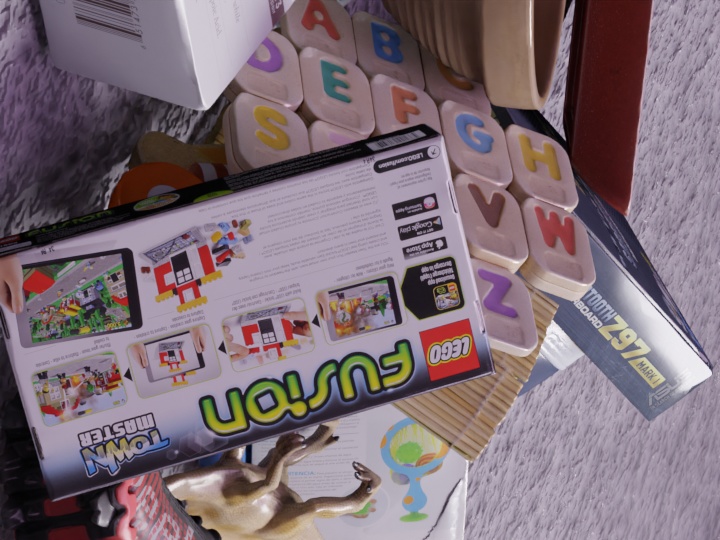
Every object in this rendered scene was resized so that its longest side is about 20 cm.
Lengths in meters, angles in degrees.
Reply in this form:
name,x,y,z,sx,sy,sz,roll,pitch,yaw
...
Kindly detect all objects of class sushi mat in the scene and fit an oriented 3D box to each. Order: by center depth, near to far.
name,x,y,z,sx,sy,sz,roll,pitch,yaw
sushi mat,0.000,0.000,1.201,0.096,0.200,0.012,-58,-170,-25

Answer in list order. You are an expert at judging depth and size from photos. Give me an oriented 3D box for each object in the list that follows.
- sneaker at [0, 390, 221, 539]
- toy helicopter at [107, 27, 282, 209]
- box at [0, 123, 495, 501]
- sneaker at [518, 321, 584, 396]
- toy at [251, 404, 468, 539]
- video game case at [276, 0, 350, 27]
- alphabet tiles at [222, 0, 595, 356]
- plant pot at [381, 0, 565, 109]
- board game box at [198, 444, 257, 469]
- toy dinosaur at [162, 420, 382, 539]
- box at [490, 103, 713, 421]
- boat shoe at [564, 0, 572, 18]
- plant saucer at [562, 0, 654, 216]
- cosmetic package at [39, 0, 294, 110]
name,x,y,z,sx,sy,sz,roll,pitch,yaw
sneaker,-0.104,0.130,1.126,0.098,0.071,0.201,-29,107,-53
toy helicopter,-0.041,-0.037,1.141,0.079,0.132,0.200,120,-8,-48
box,-0.051,0.017,1.045,0.035,0.199,0.110,-131,-153,-74
sneaker,0.029,0.016,1.307,0.108,0.070,0.200,-39,128,10
toy,-0.003,0.090,1.286,0.047,0.115,0.201,-113,-159,-61
video game case,0.018,-0.237,1.248,0.200,0.023,0.183,-43,145,-51
alphabet tiles,0.023,-0.052,1.156,0.015,0.199,0.196,-49,-145,37
plant pot,0.052,-0.181,1.190,0.201,0.092,0.202,6,90,-81
board game box,-0.050,0.025,1.281,0.158,0.039,0.201,-8,112,-64
toy dinosaur,-0.043,0.116,1.240,0.101,0.058,0.200,-40,138,17
box,0.105,-0.030,1.344,0.051,0.200,0.158,-39,123,11
boat shoe,0.103,-0.207,1.416,0.062,0.072,0.201,-20,125,-70
plant saucer,0.140,-0.146,1.379,0.200,0.037,0.200,-78,173,-78
cosmetic package,-0.056,-0.176,1.041,0.200,0.081,0.113,-55,152,-34
